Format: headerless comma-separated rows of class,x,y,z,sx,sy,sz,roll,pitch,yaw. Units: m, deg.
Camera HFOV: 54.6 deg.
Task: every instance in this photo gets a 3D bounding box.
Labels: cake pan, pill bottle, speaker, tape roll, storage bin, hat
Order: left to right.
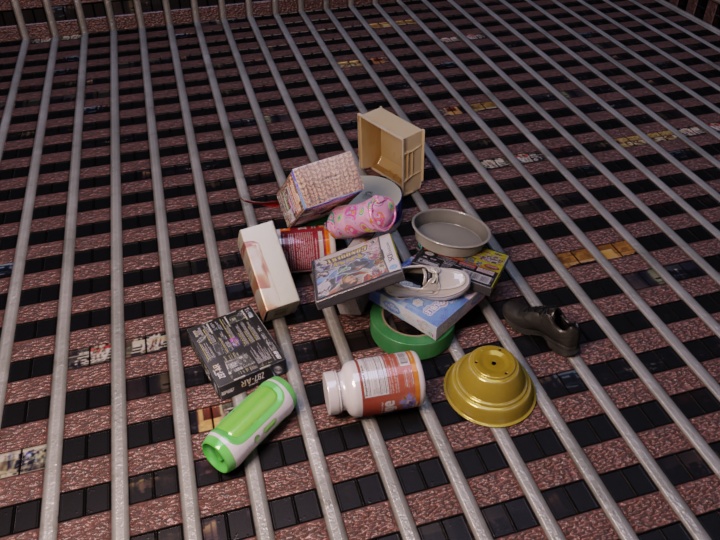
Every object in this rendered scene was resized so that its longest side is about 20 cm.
speaker,-0.213,0.296,1.354,0.087,0.090,0.200,24,45,27
pill bottle,-0.161,-0.051,1.756,0.195,0.115,0.114,-6,39,-7
hat,-0.163,-0.175,1.818,0.200,0.176,0.165,-45,46,-4
pill bottle,0.026,0.233,1.410,0.195,0.114,0.113,-8,39,-9
storage bin,0.089,-0.349,2.053,0.093,0.202,0.199,-28,46,-29
tape roll,0.120,0.117,1.600,0.195,0.049,0.203,1,39,-1
cake pan,0.220,-0.091,1.705,0.195,0.037,0.202,5,31,-3

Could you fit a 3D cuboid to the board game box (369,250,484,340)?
board game box,0.156,0.050,1.612,0.197,0.044,0.199,30,46,30

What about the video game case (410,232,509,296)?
video game case,0.238,-0.019,1.653,0.196,0.026,0.181,19,33,17

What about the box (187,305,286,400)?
box,-0.273,0.176,1.533,0.157,0.044,0.200,-21,44,-24

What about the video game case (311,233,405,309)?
video game case,-0.010,-0.002,1.536,0.196,0.026,0.182,-19,30,3

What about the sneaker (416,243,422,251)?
sneaker,0.187,-0.050,1.804,0.089,0.079,0.202,-7,33,18

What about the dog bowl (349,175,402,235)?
dog bowl,0.019,-0.179,1.941,0.194,0.080,0.202,0,39,0

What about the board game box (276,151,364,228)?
board game box,-0.103,-0.194,1.714,0.157,0.200,0.099,-21,86,-22

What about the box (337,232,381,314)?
box,0.000,0.000,1.686,0.059,0.119,0.201,-1,36,30

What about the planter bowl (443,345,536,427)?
planter bowl,0.273,0.218,1.450,0.195,0.085,0.203,0,39,0

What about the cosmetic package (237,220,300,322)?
cosmetic package,-0.216,0.003,1.625,0.085,0.104,0.204,-16,74,-17

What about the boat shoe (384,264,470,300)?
boat shoe,0.147,0.019,1.540,0.195,0.066,0.074,4,68,6

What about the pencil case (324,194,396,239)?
pencil case,-0.002,-0.124,1.655,0.087,0.089,0.198,-32,15,-33

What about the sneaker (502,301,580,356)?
sneaker,0.413,0.109,1.578,0.197,0.092,0.076,27,47,31
